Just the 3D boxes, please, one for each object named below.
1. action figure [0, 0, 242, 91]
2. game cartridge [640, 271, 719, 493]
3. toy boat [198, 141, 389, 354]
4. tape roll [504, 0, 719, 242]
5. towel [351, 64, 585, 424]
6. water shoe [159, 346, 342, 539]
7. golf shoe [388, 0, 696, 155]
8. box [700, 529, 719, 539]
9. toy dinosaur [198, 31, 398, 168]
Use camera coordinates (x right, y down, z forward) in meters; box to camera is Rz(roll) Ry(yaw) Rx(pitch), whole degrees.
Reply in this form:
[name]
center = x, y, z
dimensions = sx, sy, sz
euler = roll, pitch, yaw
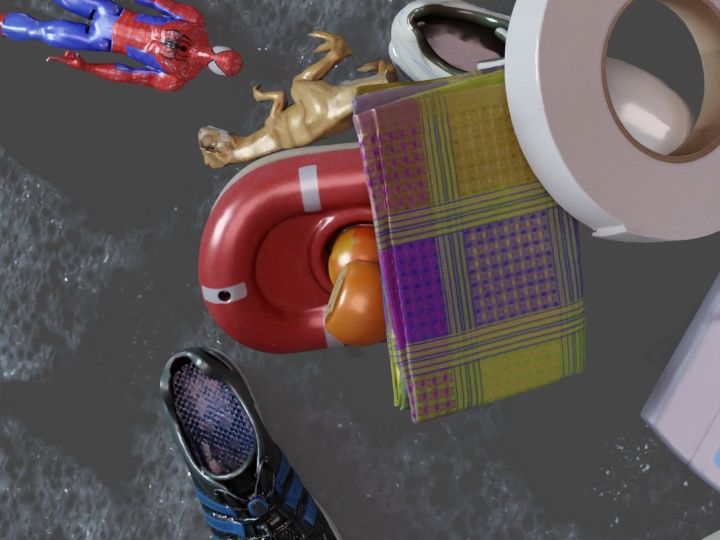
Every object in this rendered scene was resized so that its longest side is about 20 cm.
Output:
[action figure]
center = -0.170, -0.157, 1.805
dimensions = 0.200, 0.052, 0.065
euler = 16, 85, 6
[game cartridge]
center = 0.281, 0.097, 1.735
dimensions = 0.200, 0.040, 0.133
euler = 29, 95, 8
[toy boat]
center = 0.000, 0.000, 1.715
dimensions = 0.200, 0.131, 0.131
euler = -6, 118, 8
[tape roll]
center = 0.177, -0.116, 1.701
dimensions = 0.203, 0.037, 0.203
euler = 2, 86, -32
[towel]
center = 0.068, -0.022, 1.675
dimensions = 0.144, 0.023, 0.200
euler = -15, 101, -30
[water shoe]
center = -0.072, 0.141, 1.757
dimensions = 0.071, 0.079, 0.200
euler = -32, 83, 5
[golf shoe]
center = 0.109, -0.113, 1.739
dimensions = 0.200, 0.097, 0.078
euler = 20, 88, 7
[box]
center = 0.253, 0.188, 1.684
dimensions = 0.200, 0.068, 0.082
euler = -29, 110, 18
[toy dinosaur]
center = -0.015, -0.103, 1.746
dimensions = 0.200, 0.106, 0.060
euler = -23, 117, 43
